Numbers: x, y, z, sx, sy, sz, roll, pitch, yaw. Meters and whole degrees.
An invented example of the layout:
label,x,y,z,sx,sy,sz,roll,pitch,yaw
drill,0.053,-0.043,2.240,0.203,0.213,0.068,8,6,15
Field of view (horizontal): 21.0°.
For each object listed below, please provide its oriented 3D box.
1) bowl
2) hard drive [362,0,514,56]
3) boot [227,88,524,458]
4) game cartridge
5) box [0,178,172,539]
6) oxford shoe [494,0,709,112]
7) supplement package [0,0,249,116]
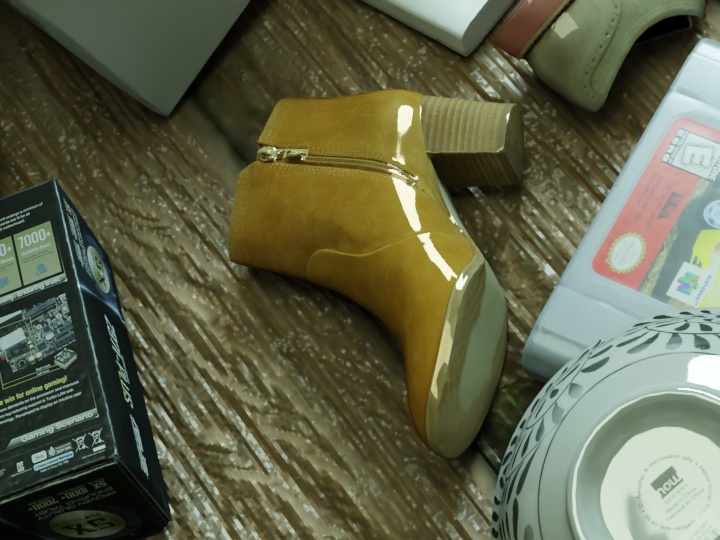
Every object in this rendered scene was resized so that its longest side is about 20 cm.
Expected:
label,x,y,z,sx,sy,sz,roll,pitch,yaw
bowl,0.138,0.102,0.820,0.199,0.094,0.203,-6,73,19
hard drive,0.018,-0.213,1.086,0.199,0.027,0.132,32,74,27
boot,0.000,-0.001,0.959,0.143,0.071,0.203,-1,59,21
game cartridge,0.180,-0.011,0.929,0.132,0.041,0.201,24,71,21
box,-0.212,0.073,0.957,0.198,0.086,0.165,-21,59,3
oxford shoe,0.158,-0.162,1.010,0.075,0.070,0.200,44,77,3
supplement package,-0.169,-0.217,1.028,0.199,0.191,0.148,35,88,29
